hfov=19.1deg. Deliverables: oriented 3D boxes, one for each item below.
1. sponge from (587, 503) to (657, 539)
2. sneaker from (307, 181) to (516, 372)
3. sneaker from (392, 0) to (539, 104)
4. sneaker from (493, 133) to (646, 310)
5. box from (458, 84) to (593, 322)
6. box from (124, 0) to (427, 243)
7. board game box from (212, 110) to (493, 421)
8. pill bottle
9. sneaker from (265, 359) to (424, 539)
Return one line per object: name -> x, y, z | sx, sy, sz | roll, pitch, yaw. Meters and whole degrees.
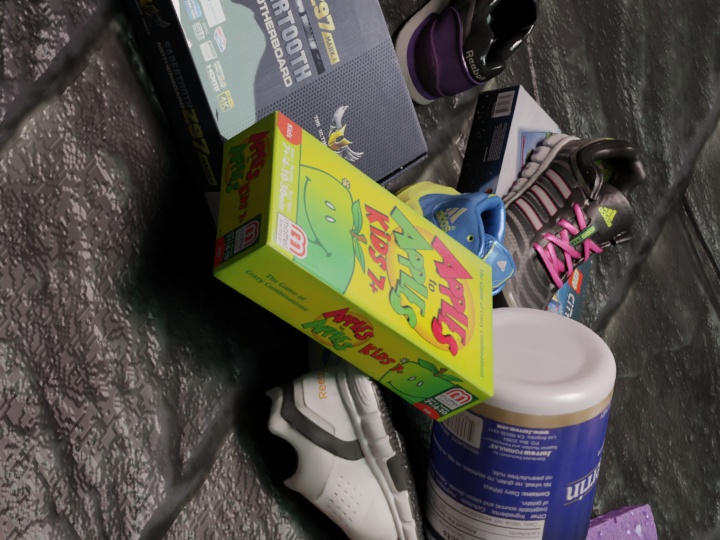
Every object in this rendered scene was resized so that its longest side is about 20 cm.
sponge -> 0.173, 0.251, 1.628 | 0.200, 0.030, 0.112 | -9, 91, -54
sneaker -> 0.039, 0.011, 1.422 | 0.076, 0.105, 0.200 | 53, 45, -34
sneaker -> 0.102, -0.195, 1.560 | 0.076, 0.087, 0.200 | 56, 43, -31
sneaker -> 0.148, -0.031, 1.528 | 0.074, 0.087, 0.200 | 59, 43, -28
box -> 0.120, -0.017, 1.596 | 0.137, 0.038, 0.201 | 43, 52, -42
box -> -0.052, -0.130, 1.340 | 0.157, 0.051, 0.201 | -32, 111, -37
board game box -> 0.000, 0.000, 1.296 | 0.200, 0.048, 0.102 | 34, 42, -35
pill bottle -> 0.101, 0.136, 1.428 | 0.116, 0.115, 0.201 | -38, 141, -50
sneaker -> -0.007, 0.132, 1.381 | 0.074, 0.080, 0.201 | -98, 172, -51
